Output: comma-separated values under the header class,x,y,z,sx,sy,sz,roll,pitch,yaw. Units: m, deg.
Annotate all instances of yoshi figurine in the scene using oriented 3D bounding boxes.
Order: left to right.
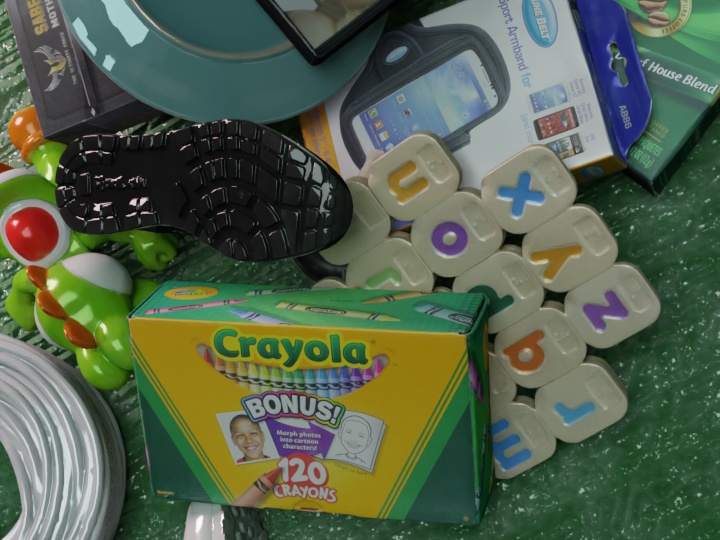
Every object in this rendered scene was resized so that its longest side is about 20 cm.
class,x,y,z,sx,sy,sz,roll,pitch,yaw
yoshi figurine,-0.174,-0.003,0.888,0.112,0.112,0.200,-16,56,-27

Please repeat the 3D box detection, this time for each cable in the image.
class,x,y,z,sx,sy,sz,roll,pitch,yaw
cable,-0.245,0.139,0.885,0.200,0.069,0.200,9,83,16

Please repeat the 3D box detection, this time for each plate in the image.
class,x,y,z,sx,sy,sz,roll,pitch,yaw
plate,-0.074,-0.181,0.790,0.200,0.026,0.201,3,78,-13

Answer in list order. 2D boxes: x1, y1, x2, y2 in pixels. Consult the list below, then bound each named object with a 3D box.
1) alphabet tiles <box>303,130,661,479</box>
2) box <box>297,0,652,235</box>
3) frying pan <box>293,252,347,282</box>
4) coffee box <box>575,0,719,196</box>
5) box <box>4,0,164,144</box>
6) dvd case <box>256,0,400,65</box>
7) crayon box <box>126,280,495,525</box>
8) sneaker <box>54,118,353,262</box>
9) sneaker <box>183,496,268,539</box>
class,x,y,z,sx,sy,sz,roll,pitch,yaw
alphabet tiles,0.060,0.022,0.793,0.195,0.015,0.200,-34,99,25
box,0.063,-0.092,0.807,0.200,0.041,0.119,-20,75,21
frying pan,-0.014,-0.008,0.865,0.115,0.031,0.190,24,86,19
coffee box,0.184,-0.160,0.820,0.123,0.044,0.200,39,94,18
box,-0.145,-0.196,0.856,0.158,0.048,0.200,-20,83,21
dvd case,0.002,-0.228,0.795,0.200,0.018,0.143,-40,90,-17
crayon box,-0.026,0.073,0.799,0.200,0.058,0.119,2,112,17
sneaker,-0.076,-0.049,0.806,0.200,0.088,0.076,9,96,34
sneaker,-0.093,0.229,0.829,0.080,0.076,0.200,-9,78,24
